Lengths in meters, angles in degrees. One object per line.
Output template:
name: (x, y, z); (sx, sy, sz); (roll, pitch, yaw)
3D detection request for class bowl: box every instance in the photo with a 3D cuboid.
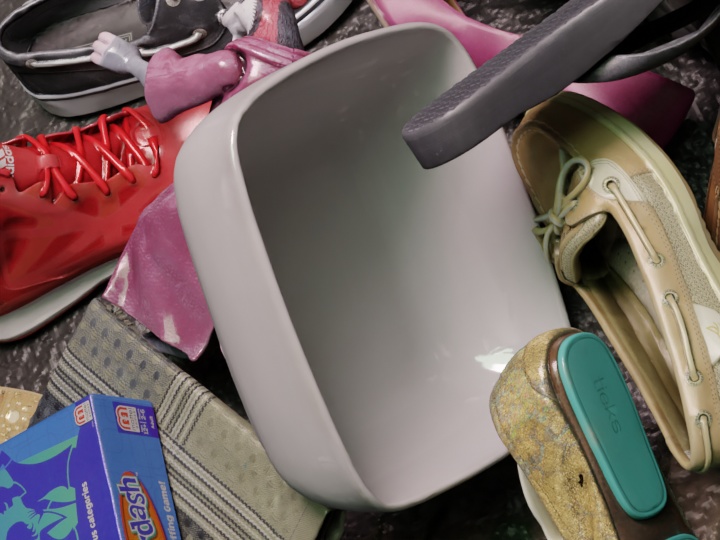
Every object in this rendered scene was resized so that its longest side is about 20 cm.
bowl: (0.000, 0.000, 1.221); (0.075, 0.200, 0.200); (-15, 97, 39)

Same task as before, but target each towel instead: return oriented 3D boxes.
towel: (-0.102, 0.140, 1.274); (0.200, 0.035, 0.193); (38, 107, 38)

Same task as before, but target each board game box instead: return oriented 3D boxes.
board game box: (-0.165, 0.165, 1.269); (0.200, 0.045, 0.152); (-30, 64, 33)

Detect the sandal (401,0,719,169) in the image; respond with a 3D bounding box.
sandal: (0.110, -0.102, 1.208); (0.200, 0.076, 0.043); (-35, 100, -1)

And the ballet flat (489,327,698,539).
ballet flat: (0.114, 0.123, 1.190); (0.071, 0.071, 0.200); (-26, 81, 11)

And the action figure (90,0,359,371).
action figure: (-0.060, -0.051, 1.304); (0.149, 0.134, 0.200); (-145, 65, -71)

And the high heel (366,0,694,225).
high heel: (0.074, -0.120, 1.329); (0.096, 0.067, 0.200); (-41, 75, 12)

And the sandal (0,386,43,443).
sandal: (-0.245, 0.075, 1.385); (0.212, 0.070, 0.078); (1, 66, 25)

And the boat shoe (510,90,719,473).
boat shoe: (0.120, 0.002, 1.219); (0.063, 0.073, 0.201); (-20, 64, -27)

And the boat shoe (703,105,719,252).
boat shoe: (0.184, -0.053, 1.204); (0.072, 0.068, 0.200); (11, 102, 24)

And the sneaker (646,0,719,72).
sneaker: (0.187, -0.124, 1.266); (0.076, 0.091, 0.200); (-35, 56, -17)

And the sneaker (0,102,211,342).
sneaker: (-0.142, -0.047, 1.371); (0.200, 0.116, 0.078); (-39, 56, 3)

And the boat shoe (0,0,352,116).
boat shoe: (-0.097, -0.142, 1.425); (0.200, 0.068, 0.072); (-16, 60, 16)
